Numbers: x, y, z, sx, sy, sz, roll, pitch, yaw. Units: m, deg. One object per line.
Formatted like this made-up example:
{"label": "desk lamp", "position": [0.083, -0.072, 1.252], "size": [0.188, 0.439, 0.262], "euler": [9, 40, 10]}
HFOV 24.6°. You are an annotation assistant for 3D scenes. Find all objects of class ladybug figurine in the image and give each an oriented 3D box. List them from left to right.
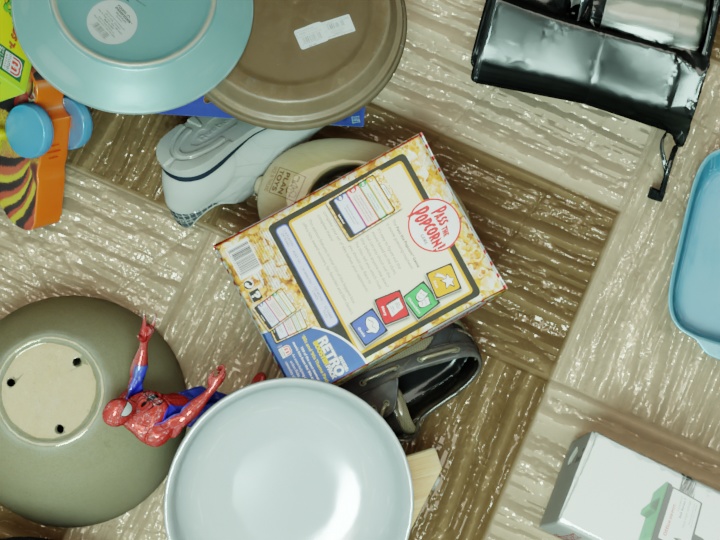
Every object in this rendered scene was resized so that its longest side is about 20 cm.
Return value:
{"label": "ladybug figurine", "position": [0.002, -0.041, 1.445], "size": [0.199, 0.072, 0.136], "euler": [23, 80, 3]}

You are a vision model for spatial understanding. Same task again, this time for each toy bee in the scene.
{"label": "toy bee", "position": [-0.284, -0.144, 1.440], "size": [0.108, 0.131, 0.201], "euler": [31, 97, 25]}

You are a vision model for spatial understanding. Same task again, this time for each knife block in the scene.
{"label": "knife block", "position": [-0.047, 0.208, 1.396], "size": [0.175, 0.064, 0.201], "euler": [28, 79, 4]}

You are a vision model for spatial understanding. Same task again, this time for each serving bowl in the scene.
{"label": "serving bowl", "position": [-0.060, 0.181, 1.324], "size": [0.199, 0.066, 0.202], "euler": [-1, 95, -11]}

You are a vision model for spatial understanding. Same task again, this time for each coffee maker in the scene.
{"label": "coffee maker", "position": [0.198, -0.184, 1.447], "size": [0.199, 0.135, 0.193], "euler": [13, 79, 2]}

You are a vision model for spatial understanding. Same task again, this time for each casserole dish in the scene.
{"label": "casserole dish", "position": [0.338, -0.014, 1.463], "size": [0.120, 0.039, 0.201], "euler": [14, 78, 2]}

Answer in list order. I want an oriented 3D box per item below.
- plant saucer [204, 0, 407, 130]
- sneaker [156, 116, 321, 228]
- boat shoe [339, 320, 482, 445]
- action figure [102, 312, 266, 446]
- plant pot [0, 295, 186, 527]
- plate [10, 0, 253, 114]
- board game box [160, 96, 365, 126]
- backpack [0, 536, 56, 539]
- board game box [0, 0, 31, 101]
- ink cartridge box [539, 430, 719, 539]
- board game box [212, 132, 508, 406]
{"label": "plant saucer", "position": [-0.059, -0.215, 1.393], "size": [0.199, 0.029, 0.201], "euler": [1, 71, -2]}
{"label": "sneaker", "position": [-0.094, -0.114, 1.464], "size": [0.199, 0.081, 0.076], "euler": [-30, 46, -24]}
{"label": "boat shoe", "position": [0.017, 0.110, 1.400], "size": [0.200, 0.073, 0.075], "euler": [-38, 123, -8]}
{"label": "action figure", "position": [-0.127, 0.090, 1.343], "size": [0.065, 0.199, 0.099], "euler": [34, 112, 32]}
{"label": "plant pot", "position": [-0.248, 0.109, 1.378], "size": [0.199, 0.135, 0.202], "euler": [0, 78, -2]}
{"label": "plate", "position": [-0.186, -0.223, 1.354], "size": [0.199, 0.026, 0.202], "euler": [3, 69, -8]}
{"label": "board game box", "position": [-0.092, -0.190, 1.453], "size": [0.198, 0.045, 0.135], "euler": [4, 42, 0]}
{"label": "backpack", "position": [-0.295, 0.315, 1.334], "size": [0.153, 0.163, 0.201], "euler": [14, 85, 11]}
{"label": "board game box", "position": [-0.362, -0.181, 1.414], "size": [0.199, 0.048, 0.102], "euler": [-13, 58, 34]}
{"label": "ink cartridge box", "position": [0.255, 0.216, 1.359], "size": [0.199, 0.146, 0.085], "euler": [25, 80, 5]}
{"label": "board game box", "position": [0.000, 0.000, 1.377], "size": [0.199, 0.046, 0.152], "euler": [-28, 83, -3]}
